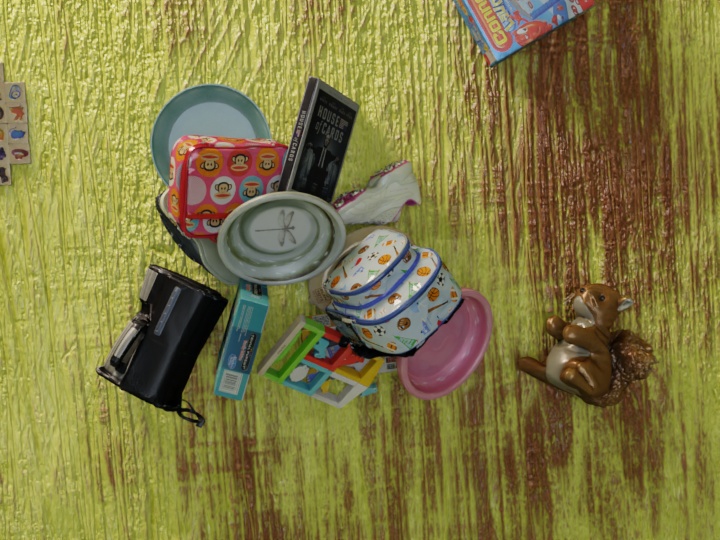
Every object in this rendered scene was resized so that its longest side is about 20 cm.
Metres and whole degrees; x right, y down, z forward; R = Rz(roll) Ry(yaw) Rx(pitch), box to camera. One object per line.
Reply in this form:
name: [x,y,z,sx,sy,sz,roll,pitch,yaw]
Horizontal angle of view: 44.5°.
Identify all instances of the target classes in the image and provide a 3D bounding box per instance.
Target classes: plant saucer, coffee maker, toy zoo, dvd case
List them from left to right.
coffee maker: [-0.296,0.114,1.423,0.191,0.135,0.201,27,89,-11]
plant saucer: [-0.246,-0.206,1.459,0.199,0.036,0.201,0,92,-6]
plant saucer: [-0.124,-0.059,1.366,0.199,0.201,0.050,-10,49,-4]
dvd case: [-0.068,-0.194,1.424,0.025,0.150,0.201,17,91,26]
toy zoo: [-0.052,0.158,1.443,0.199,0.021,0.131,26,119,-27]
plant saucer: [0.132,0.115,1.453,0.200,0.051,0.202,-21,125,-32]

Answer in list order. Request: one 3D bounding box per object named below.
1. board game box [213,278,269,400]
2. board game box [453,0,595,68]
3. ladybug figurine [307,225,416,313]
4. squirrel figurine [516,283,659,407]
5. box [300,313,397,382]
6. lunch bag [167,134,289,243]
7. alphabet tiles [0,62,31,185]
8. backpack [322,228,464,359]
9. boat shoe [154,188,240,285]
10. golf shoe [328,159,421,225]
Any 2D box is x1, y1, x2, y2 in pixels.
board game box: [-0.186,0.099,1.384,0.047,0.200,0.152,16,98,-10]
board game box: [0.259,-0.480,1.480,0.195,0.056,0.201,-31,94,-3]
ladybug figurine: [0.000,0.000,1.466,0.199,0.072,0.136,-26,101,-3]
squirrel figurine: [0.402,0.125,1.494,0.199,0.141,0.187,30,79,-19]
box: [0.002,0.121,1.462,0.199,0.042,0.120,-6,128,-3]
lunch bag: [-0.204,-0.120,1.389,0.199,0.082,0.177,-4,112,-33]
alphabet tiles: [-0.629,-0.238,1.440,0.165,0.006,0.201,-3,92,-5]
backpack: [0.052,0.033,1.321,0.200,0.190,0.154,-50,125,-15]
boat shoe: [-0.268,-0.054,1.446,0.199,0.066,0.075,48,63,-30]
golf shoe: [0.017,-0.103,1.458,0.199,0.075,0.092,-33,105,-13]
